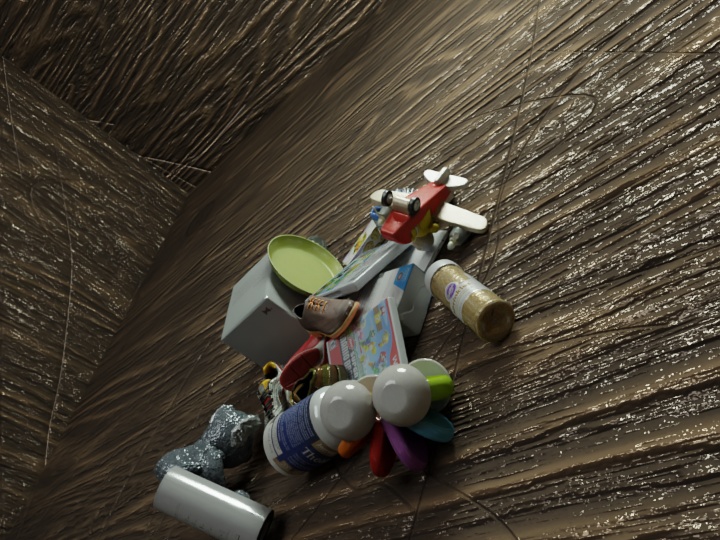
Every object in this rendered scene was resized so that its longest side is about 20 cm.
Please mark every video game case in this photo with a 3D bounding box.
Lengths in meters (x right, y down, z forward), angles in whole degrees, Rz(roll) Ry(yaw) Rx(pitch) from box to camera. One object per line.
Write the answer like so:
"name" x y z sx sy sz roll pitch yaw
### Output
"video game case" 0.000 0.000 1.300 0.200 0.022 0.182 -41 11 -37
"video game case" 0.008 0.154 1.123 0.200 0.017 0.144 -39 51 42

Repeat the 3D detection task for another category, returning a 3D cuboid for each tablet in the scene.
"tablet" 0.093 -0.028 1.308 0.131 0.014 0.199 -59 26 -13

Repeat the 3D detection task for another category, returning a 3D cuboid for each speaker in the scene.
"speaker" -0.256 0.416 1.109 0.081 0.198 0.082 19 -90 -80

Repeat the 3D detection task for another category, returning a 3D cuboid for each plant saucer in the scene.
"plant saucer" -0.125 -0.003 1.448 0.031 0.199 0.201 -57 20 30

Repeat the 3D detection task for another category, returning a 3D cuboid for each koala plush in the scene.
"koala plush" -0.283 0.363 1.264 0.177 0.184 0.201 -2 51 59

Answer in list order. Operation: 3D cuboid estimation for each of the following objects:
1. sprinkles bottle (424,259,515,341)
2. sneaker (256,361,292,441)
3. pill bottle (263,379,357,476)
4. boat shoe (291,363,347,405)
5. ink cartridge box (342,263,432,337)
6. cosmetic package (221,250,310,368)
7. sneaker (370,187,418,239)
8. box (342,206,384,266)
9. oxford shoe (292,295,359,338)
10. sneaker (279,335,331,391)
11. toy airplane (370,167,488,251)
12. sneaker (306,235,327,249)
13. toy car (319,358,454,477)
"sprinkles bottle" 0.169 0.043 1.016 0.068 0.068 0.200 -51 25 4
"sneaker" -0.182 0.273 1.312 0.078 0.082 0.201 -39 29 24
"pill bottle" -0.066 0.266 1.085 0.200 0.111 0.112 -37 29 32
"boat shoe" -0.097 0.227 1.181 0.200 0.067 0.072 -55 37 42
"ink cartridge box" 0.040 0.071 1.205 0.199 0.068 0.117 -19 41 51
"cosmetic package" -0.196 0.093 1.469 0.166 0.167 0.201 -40 26 24
"sneaker" 0.102 -0.136 1.333 0.199 0.085 0.077 -28 31 31
"box" 0.034 -0.085 1.452 0.201 0.041 0.039 -54 25 -4
"oxford shoe" -0.070 0.083 1.207 0.200 0.073 0.072 -23 33 57
"sneaker" -0.088 0.161 1.327 0.200 0.079 0.116 -39 17 2
"toy airplane" 0.124 -0.108 1.214 0.197 0.142 0.201 -7 30 -5
"sneaker" -0.157 -0.003 1.650 0.201 0.077 0.088 -61 18 -22
"toy car" 0.048 0.217 0.917 0.198 0.175 0.151 -20 79 19
